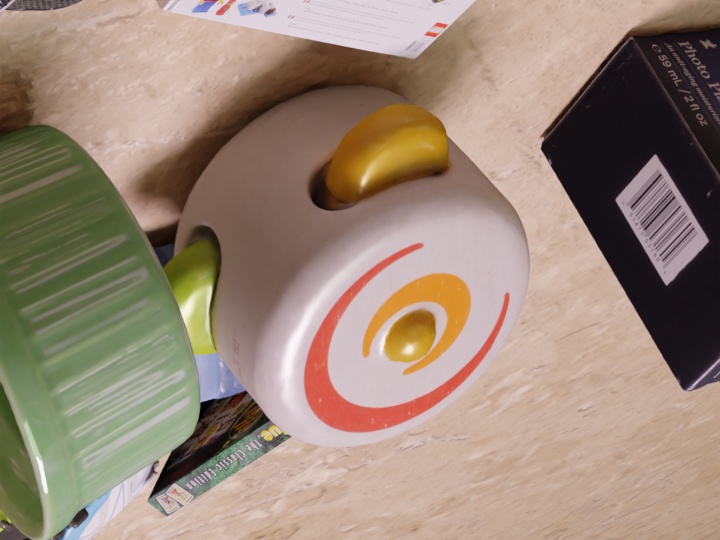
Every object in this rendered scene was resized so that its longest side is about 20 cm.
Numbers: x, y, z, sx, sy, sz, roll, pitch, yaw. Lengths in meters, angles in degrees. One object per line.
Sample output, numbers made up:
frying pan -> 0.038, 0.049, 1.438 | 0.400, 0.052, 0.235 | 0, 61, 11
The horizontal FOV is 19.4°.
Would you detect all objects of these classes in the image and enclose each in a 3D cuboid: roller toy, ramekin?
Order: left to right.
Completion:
ramekin -> -0.164, 0.025, 1.060 | 0.097, 0.201, 0.200 | -27, 159, -21
roller toy -> 0.000, 0.000, 1.200 | 0.200, 0.140, 0.182 | -50, 141, 10

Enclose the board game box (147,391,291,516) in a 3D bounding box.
board game box -> -0.059, 0.087, 1.417 | 0.200, 0.023, 0.105 | -34, -163, 36

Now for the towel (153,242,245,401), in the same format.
towel -> -0.101, 0.028, 1.289 | 0.199, 0.049, 0.112 | -17, 125, -28

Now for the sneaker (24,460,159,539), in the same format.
sneaker -> -0.186, 0.152, 1.466 | 0.086, 0.075, 0.200 | -11, 153, -48

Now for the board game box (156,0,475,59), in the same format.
board game box -> 0.002, -0.166, 1.039 | 0.126, 0.035, 0.199 | -42, 154, 29

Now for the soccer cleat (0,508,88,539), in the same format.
soccer cleat -> -0.244, 0.143, 1.324 | 0.200, 0.084, 0.065 | -15, 137, -61

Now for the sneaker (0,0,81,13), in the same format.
sneaker -> -0.164, -0.117, 0.856 | 0.076, 0.115, 0.199 | -34, 159, 19

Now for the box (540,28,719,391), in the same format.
box -> 0.260, -0.050, 1.371 | 0.197, 0.201, 0.123 | -10, 152, -39
